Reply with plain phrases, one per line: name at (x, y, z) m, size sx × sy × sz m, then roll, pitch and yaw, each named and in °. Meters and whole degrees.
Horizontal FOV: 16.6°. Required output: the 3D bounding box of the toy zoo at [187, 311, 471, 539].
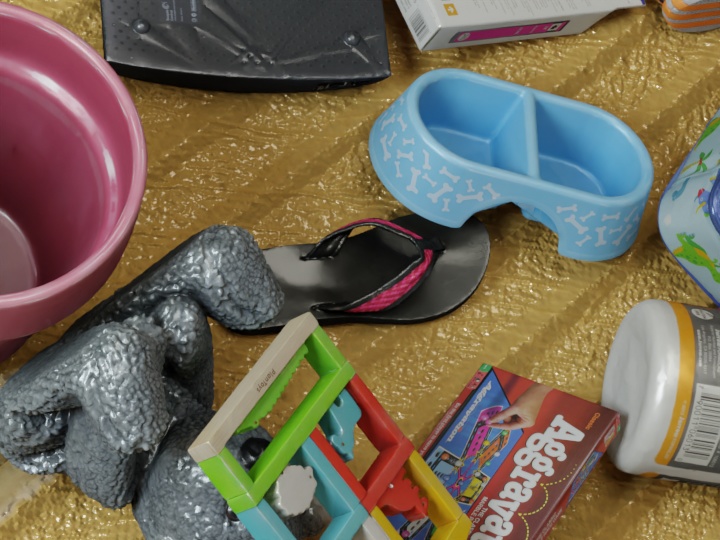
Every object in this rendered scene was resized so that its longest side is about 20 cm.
toy zoo at (-0.006, 0.140, 1.441) m, size 0.200 × 0.020 × 0.131 m, roll 53°, pitch 43°, yaw -15°

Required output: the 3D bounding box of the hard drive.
hard drive at (-0.084, -0.182, 1.690) m, size 0.199 × 0.042 × 0.135 m, roll 1°, pitch 64°, yaw -17°

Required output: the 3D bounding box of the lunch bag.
lunch bag at (0.308, -0.053, 1.703) m, size 0.161 × 0.082 × 0.200 m, roll 46°, pitch 58°, yaw -17°

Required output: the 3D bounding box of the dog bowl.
dog bowl at (0.108, -0.076, 1.669) m, size 0.199 × 0.050 × 0.112 m, roll 15°, pitch 46°, yaw -15°

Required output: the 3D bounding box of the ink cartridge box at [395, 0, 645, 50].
ink cartridge box at (0.106, -0.212, 1.753) m, size 0.199 × 0.037 × 0.095 m, roll -11°, pitch 67°, yaw -36°

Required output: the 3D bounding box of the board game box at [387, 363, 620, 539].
board game box at (0.073, 0.145, 1.550) m, size 0.103 × 0.019 × 0.200 m, roll 20°, pitch 51°, yaw 25°

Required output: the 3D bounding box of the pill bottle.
pill bottle at (0.267, 0.089, 1.614) m, size 0.199 × 0.116 × 0.117 m, roll 10°, pitch 61°, yaw -13°

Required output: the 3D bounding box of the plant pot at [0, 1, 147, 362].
plant pot at (-0.237, -0.030, 1.457) m, size 0.199 × 0.179 × 0.201 m, roll 7°, pitch 61°, yaw -13°

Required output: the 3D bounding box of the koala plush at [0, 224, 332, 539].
koala plush at (-0.106, 0.112, 1.483) m, size 0.200 × 0.184 × 0.177 m, roll 52°, pitch 43°, yaw -9°

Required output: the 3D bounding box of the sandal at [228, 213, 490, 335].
sandal at (0.000, 0.000, 1.620) m, size 0.199 × 0.045 × 0.075 m, roll -11°, pitch 66°, yaw -22°

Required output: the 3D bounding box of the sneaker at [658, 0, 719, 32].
sneaker at (0.303, -0.245, 1.820) m, size 0.199 × 0.078 × 0.112 m, roll -6°, pitch 66°, yaw -19°
